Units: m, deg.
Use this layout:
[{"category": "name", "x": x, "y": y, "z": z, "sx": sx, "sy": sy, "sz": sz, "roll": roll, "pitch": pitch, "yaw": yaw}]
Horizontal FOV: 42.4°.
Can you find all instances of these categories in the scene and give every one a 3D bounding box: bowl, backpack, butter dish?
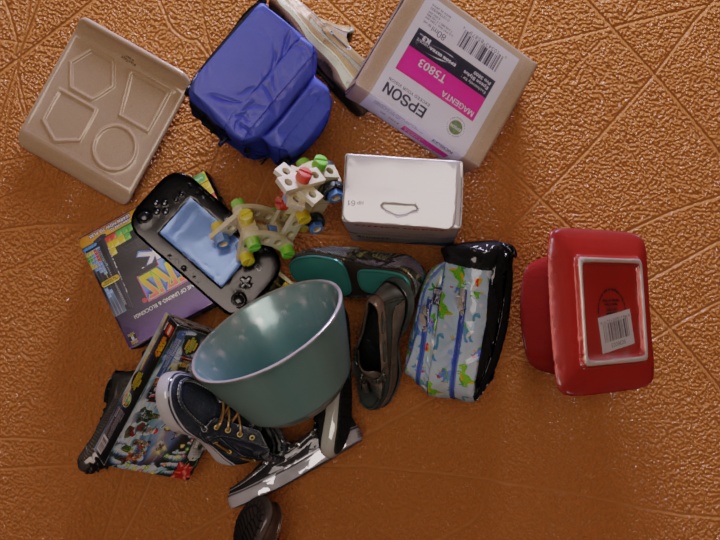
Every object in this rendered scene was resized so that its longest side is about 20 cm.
[{"category": "bowl", "x": -0.090, "y": 0.110, "z": 1.107, "sx": 0.199, "sy": 0.201, "sz": 0.106, "roll": -27, "pitch": 114, "yaw": 1}, {"category": "backpack", "x": -0.126, "y": -0.216, "z": 1.195, "sx": 0.162, "sy": 0.200, "sz": 0.168, "roll": -45, "pitch": 95, "yaw": -6}, {"category": "backpack", "x": 0.130, "y": 0.067, "z": 1.195, "sx": 0.151, "sy": 0.163, "sz": 0.204, "roll": -4, "pitch": 93, "yaw": 11}, {"category": "butter dish", "x": 0.268, "y": 0.055, "z": 1.191, "sx": 0.198, "sy": 0.147, "sz": 0.203, "roll": 0, "pitch": 84, "yaw": -39}]

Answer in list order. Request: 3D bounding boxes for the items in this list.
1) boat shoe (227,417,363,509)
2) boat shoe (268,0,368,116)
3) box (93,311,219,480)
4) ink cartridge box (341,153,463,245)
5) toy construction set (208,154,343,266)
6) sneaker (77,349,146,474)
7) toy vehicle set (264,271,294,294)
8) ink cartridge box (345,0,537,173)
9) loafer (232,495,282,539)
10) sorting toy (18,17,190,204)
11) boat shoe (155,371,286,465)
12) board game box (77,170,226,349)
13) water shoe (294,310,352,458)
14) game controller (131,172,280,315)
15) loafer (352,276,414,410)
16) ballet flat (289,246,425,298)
[{"category": "boat shoe", "x": -0.095, "y": 0.243, "z": 1.231, "sx": 0.198, "sy": 0.070, "sz": 0.067, "roll": -30, "pitch": 78, "yaw": 0}, {"category": "boat shoe", "x": -0.039, "y": -0.307, "z": 1.265, "sx": 0.076, "sy": 0.072, "sz": 0.200, "roll": -42, "pitch": 96, "yaw": -9}, {"category": "box", "x": -0.233, "y": 0.165, "z": 1.185, "sx": 0.040, "sy": 0.136, "sz": 0.202, "roll": 35, "pitch": 99, "yaw": 45}, {"category": "ink cartridge box", "x": 0.054, "y": -0.085, "z": 1.175, "sx": 0.142, "sy": 0.200, "sz": 0.086, "roll": 4, "pitch": 87, "yaw": 3}, {"category": "toy construction set", "x": -0.094, "y": -0.082, "z": 1.139, "sx": 0.129, "sy": 0.200, "sz": 0.093, "roll": -2, "pitch": 68, "yaw": -32}, {"category": "sneaker", "x": -0.316, "y": 0.184, "z": 1.249, "sx": 0.200, "sy": 0.066, "sz": 0.091, "roll": -45, "pitch": 69, "yaw": 8}, {"category": "toy vehicle set", "x": -0.129, "y": 0.112, "z": 1.259, "sx": 0.124, "sy": 0.027, "sz": 0.201, "roll": 36, "pitch": 89, "yaw": 5}, {"category": "ink cartridge box", "x": 0.106, "y": -0.251, "z": 1.220, "sx": 0.198, "sy": 0.075, "sz": 0.166, "roll": 31, "pitch": 83, "yaw": -10}, {"category": "loafer", "x": -0.130, "y": 0.377, "z": 1.208, "sx": 0.070, "sy": 0.073, "sz": 0.202, "roll": 6, "pitch": 117, "yaw": -23}, {"category": "sorting toy", "x": -0.354, "y": -0.220, "z": 1.291, "sx": 0.183, "sy": 0.036, "sz": 0.202, "roll": 29, "pitch": 93, "yaw": 4}, {"category": "boat shoe", "x": -0.166, "y": 0.180, "z": 1.145, "sx": 0.090, "sy": 0.201, "sz": 0.072, "roll": -7, "pitch": 55, "yaw": 23}, {"category": "board game box", "x": -0.256, "y": -0.013, "z": 1.260, "sx": 0.198, "sy": 0.057, "sz": 0.167, "roll": -29, "pitch": 85, "yaw": 1}, {"category": "water shoe", "x": -0.054, "y": 0.142, "z": 1.206, "sx": 0.078, "sy": 0.072, "sz": 0.203, "roll": -4, "pitch": 71, "yaw": 14}, {"category": "game controller", "x": -0.200, "y": -0.035, "z": 1.210, "sx": 0.199, "sy": 0.042, "sz": 0.105, "roll": 40, "pitch": 88, "yaw": 3}, {"category": "loafer", "x": 0.016, "y": 0.101, "z": 1.188, "sx": 0.071, "sy": 0.063, "sz": 0.202, "roll": 33, "pitch": 128, "yaw": 31}, {"category": "ballet flat", "x": 0.000, "y": 0.000, "z": 1.235, "sx": 0.198, "sy": 0.072, "sz": 0.073, "roll": 9, "pitch": 87, "yaw": 31}]
